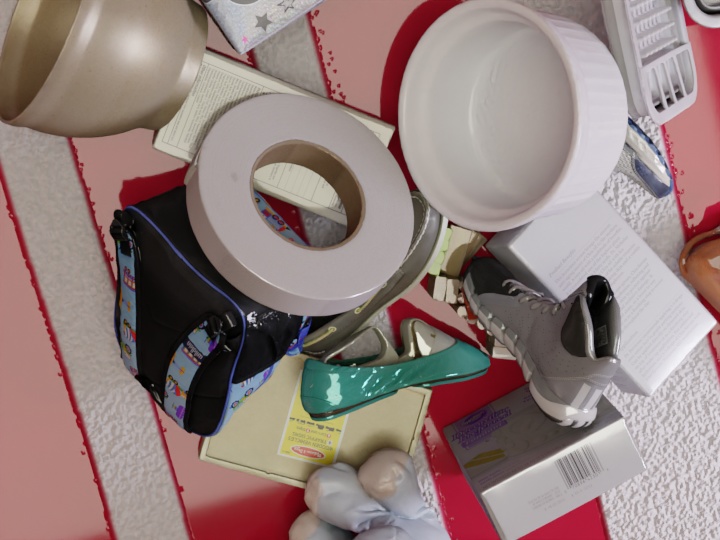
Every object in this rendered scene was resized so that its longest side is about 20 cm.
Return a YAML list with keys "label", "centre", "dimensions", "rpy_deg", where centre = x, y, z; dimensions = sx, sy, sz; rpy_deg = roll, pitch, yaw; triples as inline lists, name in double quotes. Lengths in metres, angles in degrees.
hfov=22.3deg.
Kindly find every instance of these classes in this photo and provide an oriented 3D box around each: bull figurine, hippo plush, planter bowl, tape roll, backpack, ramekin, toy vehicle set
- label: "bull figurine"
  centre: [0.394, 0.030, 1.744]
  dimensions: [0.121, 0.065, 0.200]
  rpy_deg: [-45, 102, -2]
- label: "hippo plush"
  centre: [0.019, 0.284, 1.679]
  dimensions: [0.159, 0.161, 0.200]
  rpy_deg: [-33, 114, 16]
- label: "planter bowl"
  centre: [-0.217, -0.199, 1.593]
  dimensions: [0.134, 0.200, 0.201]
  rpy_deg: [21, 96, -27]
- label: "tape roll"
  centre: [-0.052, -0.058, 1.566]
  dimensions: [0.202, 0.037, 0.204]
  rpy_deg: [11, 59, -20]
- label: "backpack"
  centre: [-0.136, 0.040, 1.636]
  dimensions: [0.134, 0.201, 0.182]
  rpy_deg: [-29, 59, -36]
- label: "ramekin"
  centre: [0.138, -0.136, 1.609]
  dimensions: [0.097, 0.200, 0.202]
  rpy_deg: [-5, 102, -48]
- label: "toy vehicle set"
  centre: [-0.043, 0.144, 1.735]
  dimensions: [0.199, 0.027, 0.125]
  rpy_deg: [16, 97, -8]

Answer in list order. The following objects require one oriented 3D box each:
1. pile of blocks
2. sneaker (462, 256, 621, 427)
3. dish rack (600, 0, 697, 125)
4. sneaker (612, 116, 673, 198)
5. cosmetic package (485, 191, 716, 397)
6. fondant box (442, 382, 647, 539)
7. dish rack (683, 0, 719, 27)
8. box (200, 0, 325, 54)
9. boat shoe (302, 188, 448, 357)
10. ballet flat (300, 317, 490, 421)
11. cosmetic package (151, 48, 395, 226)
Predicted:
- label: "pile of blocks"
  centre: [0.101, 0.009, 1.711]
  dimensions: [0.200, 0.062, 0.082]
  rpy_deg: [41, 93, -10]
- label: "sneaker"
  centre: [0.173, 0.032, 1.609]
  dimensions: [0.075, 0.200, 0.116]
  rpy_deg: [2, 131, -39]
- label: "dish rack"
  centre: [0.250, -0.236, 1.651]
  dimensions: [0.043, 0.172, 0.201]
  rpy_deg: [-8, 101, 27]
- label: "sneaker"
  centre: [0.204, -0.127, 1.704]
  dimensions: [0.200, 0.077, 0.085]
  rpy_deg: [40, 102, -2]
- label: "cosmetic package"
  centre: [0.225, 0.013, 1.710]
  dimensions: [0.101, 0.071, 0.200]
  rpy_deg: [-45, 101, -10]
- label: "fondant box"
  centre: [0.164, 0.162, 1.670]
  dimensions: [0.144, 0.200, 0.058]
  rpy_deg: [-28, 102, -1]
- label: "dish rack"
  centre: [0.379, -0.324, 1.695]
  dimensions: [0.199, 0.044, 0.173]
  rpy_deg: [-12, 100, -7]
- label: "box"
  centre: [-0.056, -0.290, 1.614]
  dimensions: [0.200, 0.132, 0.115]
  rpy_deg: [-35, 101, 0]
- label: "boat shoe"
  centre: [0.002, 0.002, 1.666]
  dimensions: [0.202, 0.060, 0.072]
  rpy_deg: [-49, 61, 23]
- label: "ballet flat"
  centre: [0.034, 0.082, 1.686]
  dimensions: [0.199, 0.067, 0.071]
  rpy_deg: [-14, 103, -26]
- label: "cosmetic package"
  centre: [-0.080, -0.124, 1.667]
  dimensions: [0.199, 0.073, 0.104]
  rpy_deg: [23, 95, -9]
